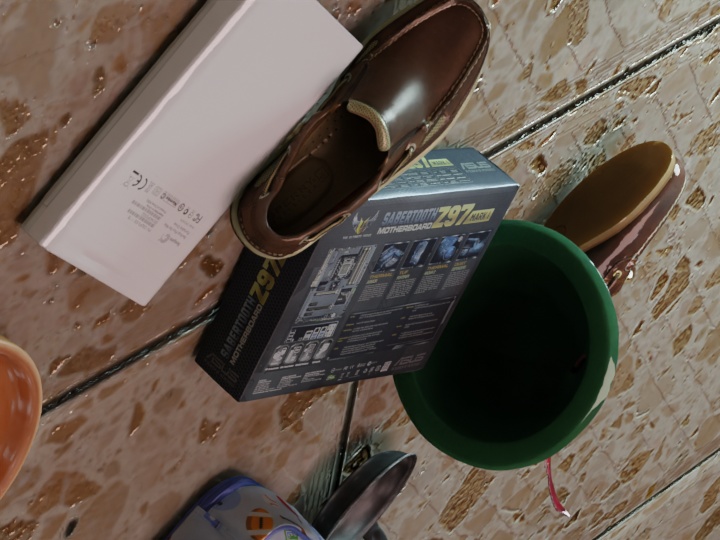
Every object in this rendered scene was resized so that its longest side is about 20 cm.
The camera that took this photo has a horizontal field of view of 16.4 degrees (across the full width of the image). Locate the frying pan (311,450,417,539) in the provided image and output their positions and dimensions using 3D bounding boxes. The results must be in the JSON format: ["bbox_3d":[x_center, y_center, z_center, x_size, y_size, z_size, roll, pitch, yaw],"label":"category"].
[{"bbox_3d":[0.011,0.176,1.897,0.115,0.031,0.190,-53,166,11],"label":"frying pan"}]

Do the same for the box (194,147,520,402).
[{"bbox_3d":[0.000,0.000,1.629,0.200,0.051,0.158,-9,133,-51],"label":"box"}]

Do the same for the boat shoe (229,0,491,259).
[{"bbox_3d":[0.009,-0.084,1.476,0.202,0.075,0.075,-50,-173,-7],"label":"boat shoe"}]

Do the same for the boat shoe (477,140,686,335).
[{"bbox_3d":[0.164,-0.008,1.832,0.200,0.070,0.070,-42,123,3],"label":"boat shoe"}]

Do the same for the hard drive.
[{"bbox_3d":[-0.092,-0.078,1.415,0.200,0.026,0.132,-50,153,2],"label":"hard drive"}]

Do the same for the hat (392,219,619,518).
[{"bbox_3d":[0.127,0.059,1.789,0.200,0.166,0.176,-49,160,19],"label":"hat"}]

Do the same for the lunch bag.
[{"bbox_3d":[-0.109,0.246,1.763,0.200,0.076,0.160,-49,156,-2],"label":"lunch bag"}]

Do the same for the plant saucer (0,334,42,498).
[{"bbox_3d":[-0.265,0.108,1.384,0.200,0.037,0.200,-36,151,-23],"label":"plant saucer"}]
